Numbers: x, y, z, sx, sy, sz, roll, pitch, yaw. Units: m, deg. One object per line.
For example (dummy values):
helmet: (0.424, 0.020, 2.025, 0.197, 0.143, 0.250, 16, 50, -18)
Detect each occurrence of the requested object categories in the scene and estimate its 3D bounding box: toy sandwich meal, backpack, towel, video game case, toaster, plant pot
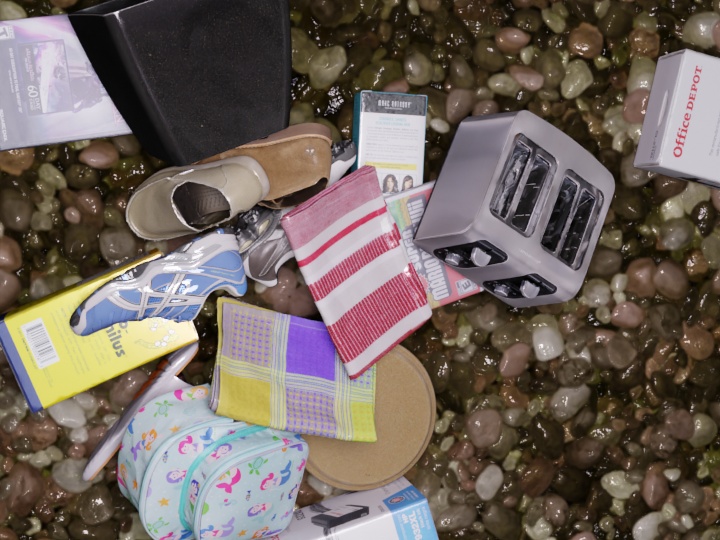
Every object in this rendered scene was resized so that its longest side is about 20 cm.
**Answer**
toy sandwich meal: (-0.007, 0.162, 1.451, 0.203, 0.070, 0.207, -2, 97, -14)
backpack: (-0.163, 0.215, 1.343, 0.199, 0.151, 0.179, -3, 124, -31)
towel: (-0.071, 0.110, 1.334, 0.198, 0.023, 0.145, 16, 54, -19)
video game case: (0.037, -0.013, 1.417, 0.199, 0.017, 0.144, -19, 100, -15)
video game case: (-0.325, -0.221, 1.391, 0.198, 0.019, 0.144, -9, 95, -9)
toaster: (0.181, -0.076, 1.401, 0.180, 0.118, 0.201, 32, 73, -30)
plant pot: (-0.180, -0.224, 1.327, 0.199, 0.199, 0.179, -23, 110, -19)
towel: (0.000, 0.000, 1.352, 0.144, 0.023, 0.201, -35, 110, -36)

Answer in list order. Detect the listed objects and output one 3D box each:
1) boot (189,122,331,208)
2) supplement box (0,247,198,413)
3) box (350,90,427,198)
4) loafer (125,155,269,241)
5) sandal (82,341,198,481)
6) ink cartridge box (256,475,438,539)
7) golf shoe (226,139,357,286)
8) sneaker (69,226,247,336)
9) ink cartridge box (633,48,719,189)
boot: (-0.123, -0.103, 1.369, 0.198, 0.074, 0.076, -14, 70, 23)
supplement box: (-0.295, 0.064, 1.366, 0.199, 0.109, 0.110, -24, 97, -9)
box: (0.030, -0.110, 1.448, 0.082, 0.049, 0.202, 2, 93, -12)
loafer: (-0.194, -0.077, 1.350, 0.199, 0.068, 0.076, -16, 107, 34)
sandal: (-0.240, 0.170, 1.404, 0.059, 0.079, 0.207, 38, 95, -12)
ink cartridge box: (-0.019, 0.320, 1.415, 0.198, 0.145, 0.084, -18, 96, -9)
golf shoe: (-0.068, -0.067, 1.426, 0.200, 0.078, 0.095, -42, 109, 2)
sneaker: (-0.212, 0.026, 1.286, 0.199, 0.076, 0.078, -26, 93, -9)
ink cartridge box: (0.457, -0.177, 1.507, 0.198, 0.083, 0.147, 14, 91, -11)
